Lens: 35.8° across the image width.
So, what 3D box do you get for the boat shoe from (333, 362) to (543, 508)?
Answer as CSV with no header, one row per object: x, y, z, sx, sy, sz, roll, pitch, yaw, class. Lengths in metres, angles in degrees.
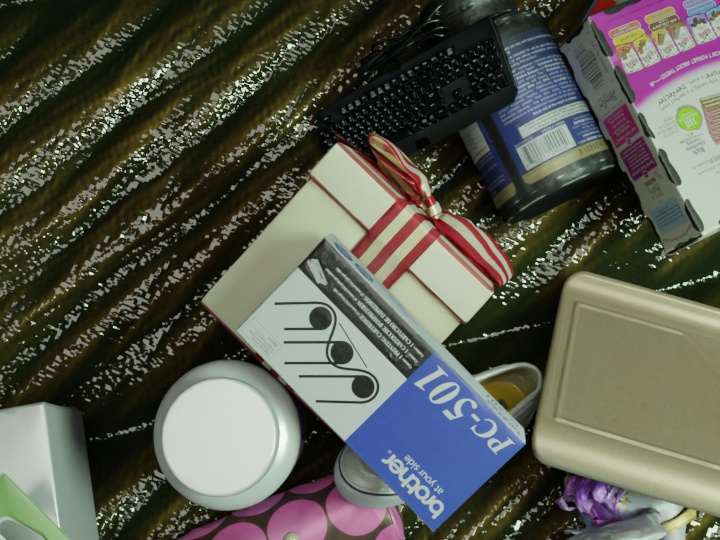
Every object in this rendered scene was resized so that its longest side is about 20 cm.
0.071,0.122,0.899,0.201,0.086,0.075,-17,57,-28,boat shoe

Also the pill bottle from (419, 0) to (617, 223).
0.131,-0.153,0.970,0.111,0.112,0.201,-25,83,-6,pill bottle

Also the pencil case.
-0.060,0.234,0.916,0.198,0.091,0.094,-18,123,-4,pencil case

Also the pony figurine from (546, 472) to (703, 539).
0.212,0.194,0.911,0.191,0.167,0.202,-3,64,-14,pony figurine

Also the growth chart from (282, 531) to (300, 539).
-0.072,0.306,0.871,0.144,0.201,0.018,-37,41,-14,growth chart

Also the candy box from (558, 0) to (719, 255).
0.273,-0.132,0.929,0.135,0.061,0.201,-23,81,-20,candy box

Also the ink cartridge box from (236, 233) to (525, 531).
0.016,0.078,0.793,0.200,0.044,0.094,45,99,0,ink cartridge box

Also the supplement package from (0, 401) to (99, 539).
-0.270,0.212,0.853,0.120,0.120,0.202,-10,80,-1,supplement package

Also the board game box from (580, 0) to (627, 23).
0.307,-0.213,1.016,0.199,0.056,0.197,32,81,3,board game box

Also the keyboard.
0.032,-0.153,0.945,0.199,0.039,0.105,-24,79,34,keyboard

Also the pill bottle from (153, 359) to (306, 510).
-0.100,0.127,0.867,0.111,0.200,0.113,0,82,0,pill bottle

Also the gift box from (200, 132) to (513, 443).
0.000,0.000,0.908,0.184,0.200,0.187,43,97,-2,gift box

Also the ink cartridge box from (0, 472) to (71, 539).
-0.270,0.245,0.755,0.104,0.059,0.200,42,84,7,ink cartridge box

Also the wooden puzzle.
0.240,0.100,0.904,0.183,0.037,0.201,16,46,7,wooden puzzle
